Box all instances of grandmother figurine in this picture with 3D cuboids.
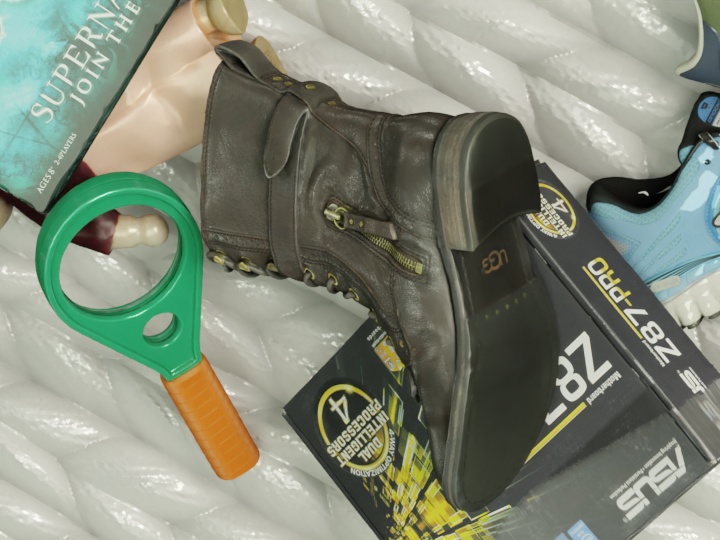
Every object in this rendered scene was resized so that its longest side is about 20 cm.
[{"bbox_3d":[-0.133,-0.061,1.419,0.200,0.061,0.121,-27,94,14],"label":"grandmother figurine"}]

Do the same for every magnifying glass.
[{"bbox_3d":[-0.096,0.031,1.437,0.080,0.022,0.200,-32,130,-6],"label":"magnifying glass"}]

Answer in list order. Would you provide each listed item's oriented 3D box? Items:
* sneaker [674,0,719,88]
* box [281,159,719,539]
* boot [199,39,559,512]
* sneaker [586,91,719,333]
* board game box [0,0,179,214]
[{"bbox_3d":[0.157,-0.170,1.288,0.090,0.067,0.201,-6,105,30],"label":"sneaker"},{"bbox_3d":[0.070,0.069,1.387,0.161,0.049,0.200,51,132,8],"label":"box"},{"bbox_3d":[0.000,0.000,1.344,0.174,0.069,0.200,10,107,38],"label":"boot"},{"bbox_3d":[0.184,-0.044,1.326,0.200,0.078,0.090,-27,97,27],"label":"sneaker"},{"bbox_3d":[-0.149,-0.146,1.362,0.135,0.028,0.200,33,100,0],"label":"board game box"}]
